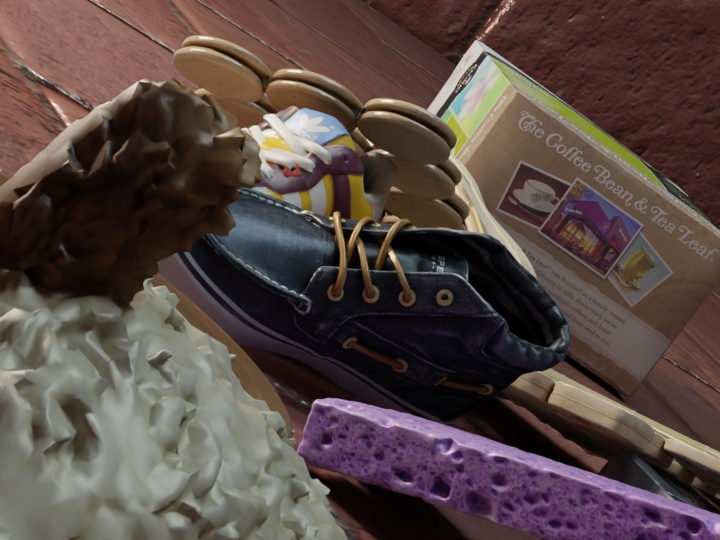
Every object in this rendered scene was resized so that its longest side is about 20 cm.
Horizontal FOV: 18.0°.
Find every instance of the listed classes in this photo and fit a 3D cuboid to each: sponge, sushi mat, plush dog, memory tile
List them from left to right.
[{"bbox_3d":[-0.038,0.073,0.410,0.172,0.160,0.200,47,3,-29],"label":"plush dog"},{"bbox_3d":[-0.015,-0.062,1.204,0.152,0.017,0.200,19,-16,11],"label":"memory tile"},{"bbox_3d":[0.110,0.064,1.226,0.199,0.012,0.096,27,-6,7],"label":"sushi mat"},{"bbox_3d":[0.086,0.093,0.884,0.199,0.030,0.111,17,-2,28],"label":"sponge"}]

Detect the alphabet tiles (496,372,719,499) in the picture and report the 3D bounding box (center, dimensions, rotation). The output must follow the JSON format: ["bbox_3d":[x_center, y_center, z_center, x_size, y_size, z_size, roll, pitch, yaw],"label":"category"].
[{"bbox_3d":[0.128,0.085,1.175,0.195,0.015,0.200,24,-6,29],"label":"alphabet tiles"}]

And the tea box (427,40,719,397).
[{"bbox_3d":[0.136,-0.041,1.624,0.199,0.134,0.197,34,9,-12],"label":"tea box"}]

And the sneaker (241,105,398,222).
[{"bbox_3d":[-0.053,-0.044,1.074,0.075,0.090,0.200,41,10,24],"label":"sneaker"}]

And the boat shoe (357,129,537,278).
[{"bbox_3d":[0.038,-0.040,1.443,0.069,0.074,0.200,35,8,-47],"label":"boat shoe"}]

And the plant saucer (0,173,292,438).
[{"bbox_3d":[-0.099,0.018,0.799,0.200,0.030,0.200,36,8,-6],"label":"plant saucer"}]

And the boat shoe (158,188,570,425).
[{"bbox_3d":[0.000,0.000,0.991,0.200,0.091,0.071,31,44,-36],"label":"boat shoe"}]

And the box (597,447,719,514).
[{"bbox_3d":[0.212,0.175,1.111,0.199,0.048,0.158,28,11,-43],"label":"box"}]
